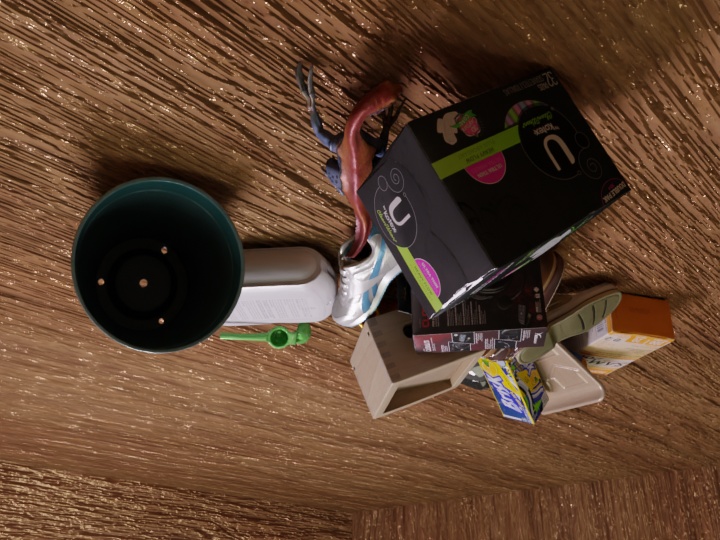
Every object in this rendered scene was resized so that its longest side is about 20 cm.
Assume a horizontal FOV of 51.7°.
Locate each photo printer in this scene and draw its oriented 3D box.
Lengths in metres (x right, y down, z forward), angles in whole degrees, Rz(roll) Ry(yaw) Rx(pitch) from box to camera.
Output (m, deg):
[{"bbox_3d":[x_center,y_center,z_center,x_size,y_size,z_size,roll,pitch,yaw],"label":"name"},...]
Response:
[{"bbox_3d":[-0.130,0.026,1.104,0.195,0.071,0.167,-3,156,4],"label":"photo printer"}]

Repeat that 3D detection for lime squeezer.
[{"bbox_3d":[-0.123,0.092,1.176,0.197,0.071,0.038,-14,137,-43],"label":"lime squeezer"}]

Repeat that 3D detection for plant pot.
[{"bbox_3d":[-0.262,0.005,0.937,0.196,0.205,0.187,10,169,-21],"label":"plant pot"}]

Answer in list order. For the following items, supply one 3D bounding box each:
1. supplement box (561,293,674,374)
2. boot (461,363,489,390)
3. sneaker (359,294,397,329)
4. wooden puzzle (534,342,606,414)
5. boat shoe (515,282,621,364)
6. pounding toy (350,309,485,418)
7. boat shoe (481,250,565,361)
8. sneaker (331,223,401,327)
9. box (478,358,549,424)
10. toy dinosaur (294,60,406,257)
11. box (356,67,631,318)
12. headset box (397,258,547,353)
[{"bbox_3d":[0.430,0.115,1.295,0.123,0.075,0.200,8,154,-14],"label":"supplement box"},{"bbox_3d":[0.155,0.148,1.387,0.196,0.068,0.132,6,138,31],"label":"boot"},{"bbox_3d":[0.021,0.070,1.195,0.072,0.079,0.199,-16,153,27],"label":"sneaker"},{"bbox_3d":[0.317,0.158,1.316,0.200,0.046,0.185,47,150,-4],"label":"wooden puzzle"},{"bbox_3d":[0.318,0.068,1.181,0.197,0.069,0.075,-27,138,-5],"label":"boat shoe"},{"bbox_3d":[0.091,0.111,1.142,0.196,0.144,0.185,-17,156,-19],"label":"pounding toy"},{"bbox_3d":[0.245,0.054,1.109,0.069,0.071,0.202,15,123,-28],"label":"boat shoe"},{"bbox_3d":[0.000,0.000,1.030,0.079,0.078,0.201,13,133,-24],"label":"sneaker"},{"bbox_3d":[0.259,0.170,1.291,0.069,0.064,0.202,5,132,46],"label":"box"},{"bbox_3d":[0.010,-0.114,0.731,0.103,0.205,0.182,-16,-173,-2],"label":"toy dinosaur"},{"bbox_3d":[0.124,-0.076,0.707,0.198,0.150,0.124,-27,170,-32],"label":"box"},{"bbox_3d":[0.148,0.028,1.019,0.195,0.152,0.078,-3,154,8],"label":"headset box"}]
